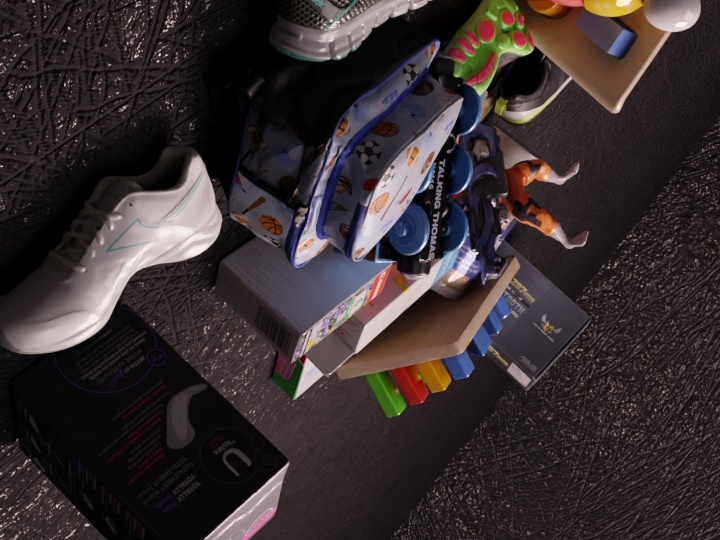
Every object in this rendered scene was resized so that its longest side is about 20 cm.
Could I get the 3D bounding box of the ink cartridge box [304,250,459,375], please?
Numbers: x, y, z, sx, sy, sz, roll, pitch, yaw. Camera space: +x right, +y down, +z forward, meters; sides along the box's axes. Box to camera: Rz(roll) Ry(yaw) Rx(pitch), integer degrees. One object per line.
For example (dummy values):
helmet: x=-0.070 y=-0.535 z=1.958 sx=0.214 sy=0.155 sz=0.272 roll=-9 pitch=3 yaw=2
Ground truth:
ink cartridge box: x=0.000 y=0.000 z=1.190 sx=0.200 sy=0.115 sz=0.068 roll=-40 pitch=165 yaw=-27

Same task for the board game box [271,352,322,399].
board game box: x=-0.027 y=0.047 z=1.355 sx=0.153 sy=0.040 sz=0.201 roll=-39 pitch=159 yaw=-35

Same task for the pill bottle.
pill bottle: x=0.134 y=-0.075 z=1.394 sx=0.201 sy=0.111 sz=0.111 roll=-54 pitch=162 yaw=13

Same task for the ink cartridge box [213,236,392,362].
ink cartridge box: x=-0.034 y=-0.009 z=1.106 sx=0.199 sy=0.109 sz=0.051 roll=-37 pitch=159 yaw=-38

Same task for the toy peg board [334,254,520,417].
toy peg board: x=0.103 y=0.091 z=1.457 sx=0.198 sy=0.099 sz=0.200 roll=-16 pitch=-157 yaw=39

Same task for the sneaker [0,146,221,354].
sneaker: x=-0.182 y=-0.021 z=0.802 sx=0.200 sy=0.070 sz=0.081 roll=-43 pitch=147 yaw=-33

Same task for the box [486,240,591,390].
box: x=0.245 y=0.068 z=1.821 sx=0.157 sy=0.200 sz=0.051 roll=-40 pitch=167 yaw=-28

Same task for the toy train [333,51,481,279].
toy train: x=0.039 y=-0.096 z=1.029 sx=0.086 sy=0.113 sz=0.203 roll=-4 pitch=103 yaw=-48

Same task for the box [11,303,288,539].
box: x=-0.172 y=0.148 z=0.925 sx=0.122 sy=0.200 sz=0.107 roll=-38 pitch=159 yaw=-33

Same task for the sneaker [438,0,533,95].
sneaker: x=0.108 y=-0.219 z=1.129 sx=0.083 sy=0.077 sz=0.200 roll=-19 pitch=-165 yaw=40

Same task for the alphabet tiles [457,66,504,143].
alphabet tiles: x=0.099 y=-0.173 z=1.266 sx=0.196 sy=0.015 sz=0.200 roll=-53 pitch=163 yaw=6

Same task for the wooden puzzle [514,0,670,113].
wooden puzzle: x=0.239 y=-0.287 z=1.122 sx=0.046 sy=0.186 sz=0.201 roll=1 pitch=128 yaw=-42

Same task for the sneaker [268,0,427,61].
sneaker: x=0.009 y=-0.231 z=0.825 sx=0.200 sy=0.077 sz=0.092 roll=-47 pitch=150 yaw=-38

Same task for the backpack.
backpack: x=-0.020 y=-0.099 z=0.908 sx=0.200 sy=0.154 sz=0.191 roll=-40 pitch=170 yaw=-38

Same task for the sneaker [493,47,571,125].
sneaker: x=0.222 y=-0.252 z=1.305 sx=0.201 sy=0.071 sz=0.083 roll=-56 pitch=160 yaw=-3

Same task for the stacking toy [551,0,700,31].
stacking toy: x=0.223 y=-0.279 z=1.044 sx=0.146 sy=0.200 sz=0.147 roll=-44 pitch=162 yaw=-18

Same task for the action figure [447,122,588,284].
action figure: x=0.154 y=-0.061 z=1.280 sx=0.105 sy=0.191 sz=0.203 roll=115 pitch=-19 yaw=-63
